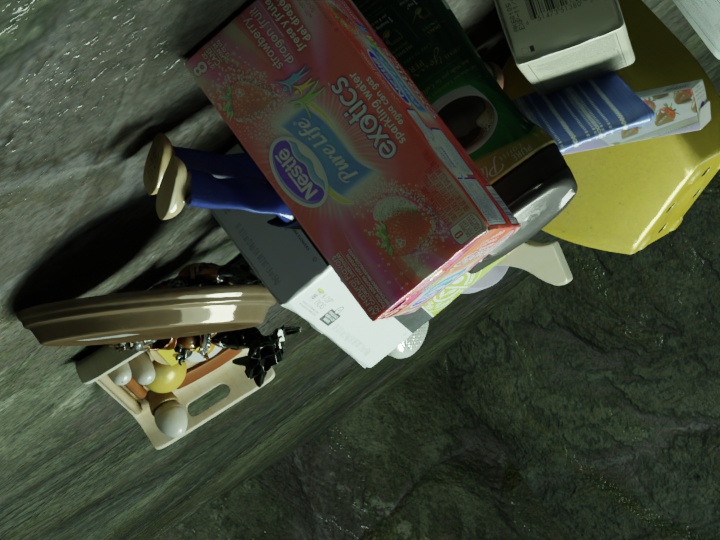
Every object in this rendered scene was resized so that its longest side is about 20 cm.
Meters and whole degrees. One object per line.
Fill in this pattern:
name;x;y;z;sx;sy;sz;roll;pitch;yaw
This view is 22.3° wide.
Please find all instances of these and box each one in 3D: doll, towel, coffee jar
doll;-0.043;-0.054;1.236;0.199;0.137;0.049;9;114;-24
towel;0.144;-0.116;1.566;0.199;0.024;0.145;-21;-157;1
coffee jar;0.053;-0.101;1.228;0.104;0.200;0.085;-35;172;-7

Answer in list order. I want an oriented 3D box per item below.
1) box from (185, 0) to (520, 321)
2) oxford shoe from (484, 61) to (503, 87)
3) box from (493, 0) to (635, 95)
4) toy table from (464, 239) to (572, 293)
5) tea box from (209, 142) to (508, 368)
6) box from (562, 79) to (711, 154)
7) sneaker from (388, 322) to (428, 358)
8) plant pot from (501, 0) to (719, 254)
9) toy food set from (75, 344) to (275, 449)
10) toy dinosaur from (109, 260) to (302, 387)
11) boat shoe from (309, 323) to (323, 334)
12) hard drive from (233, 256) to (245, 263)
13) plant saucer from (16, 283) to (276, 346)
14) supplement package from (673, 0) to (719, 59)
box;-0.003;-0.076;1.127;0.095;0.200;0.103;-38;172;13
oxford shoe;0.054;-0.113;1.655;0.200;0.074;0.071;-55;-147;6
box;0.169;-0.205;1.503;0.094;0.078;0.200;-19;175;8
toy table;0.165;-0.052;2.160;0.117;0.185;0.200;-23;-167;32
tea box;0.014;-0.054;1.406;0.197;0.134;0.200;-40;156;5
box;0.211;-0.131;1.626;0.199;0.039;0.041;-9;-169;27
sneaker;0.000;0.000;1.568;0.104;0.201;0.076;-16;137;17
plant pot;0.238;-0.130;1.740;0.194;0.200;0.196;-25;152;-57
toy food set;-0.170;0.098;1.734;0.143;0.061;0.200;-32;155;0
toy dinosaur;-0.127;0.024;1.577;0.200;0.135;0.103;-48;135;-35
boat shoe;-0.037;0.010;1.691;0.074;0.065;0.200;-60;176;3
hard drive;-0.108;0.013;1.805;0.200;0.033;0.140;-39;172;12
plant saucer;-0.159;0.035;1.383;0.199;0.030;0.200;-5;176;0
supplement package;0.347;-0.306;1.512;0.191;0.147;0.200;-36;173;-3
